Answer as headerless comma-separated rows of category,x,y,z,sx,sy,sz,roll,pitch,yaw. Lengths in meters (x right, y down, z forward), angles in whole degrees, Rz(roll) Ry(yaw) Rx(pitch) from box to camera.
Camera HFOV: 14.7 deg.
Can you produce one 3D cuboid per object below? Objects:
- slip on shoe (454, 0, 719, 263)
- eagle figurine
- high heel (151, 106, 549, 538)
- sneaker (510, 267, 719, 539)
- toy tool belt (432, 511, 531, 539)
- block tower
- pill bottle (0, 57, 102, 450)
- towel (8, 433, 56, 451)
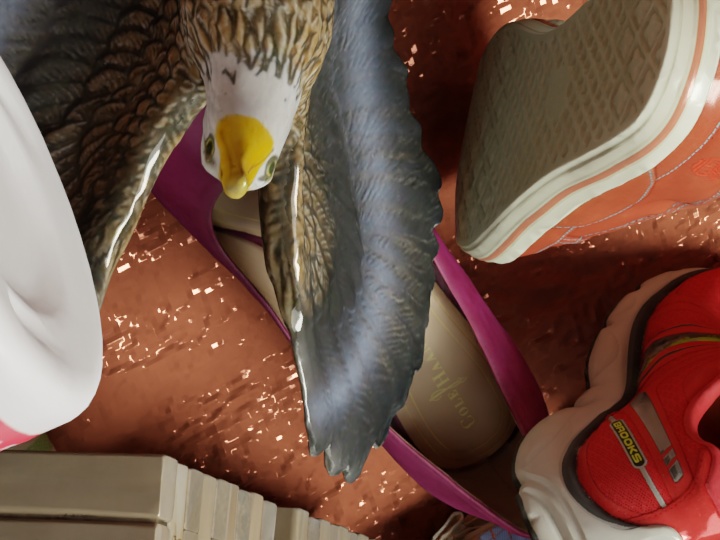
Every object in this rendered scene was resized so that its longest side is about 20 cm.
slip on shoe,0.073,-0.040,0.790,0.061,0.200,0.075,12,78,-16
eagle figurine,-0.034,-0.051,0.739,0.151,0.151,0.201,-38,159,-48
high heel,0.000,0.000,0.828,0.067,0.096,0.200,-42,133,3
sneaker,0.116,0.050,0.879,0.085,0.200,0.077,-17,105,25
toy tool belt,0.096,0.148,0.923,0.125,0.200,0.123,17,115,-47
block tower,-0.048,0.094,0.835,0.200,0.057,0.054,33,60,-67
pill bottle,-0.173,0.016,0.661,0.199,0.120,0.120,-23,133,9
towel,-0.146,0.124,0.882,0.152,0.023,0.201,-31,131,-9
